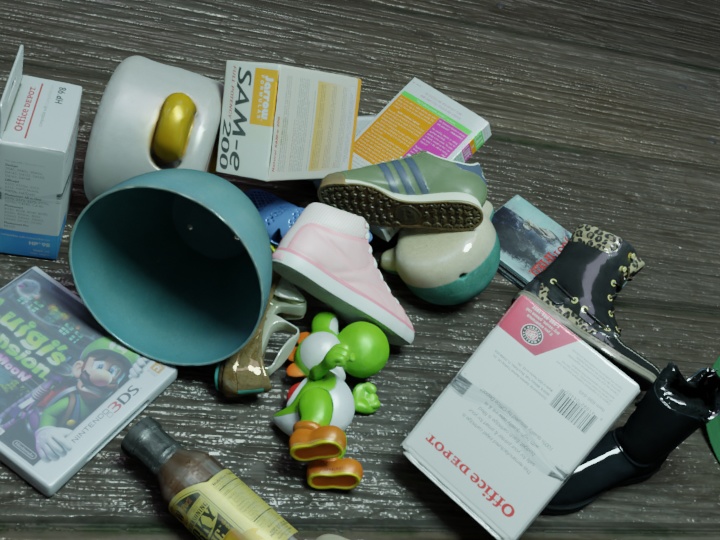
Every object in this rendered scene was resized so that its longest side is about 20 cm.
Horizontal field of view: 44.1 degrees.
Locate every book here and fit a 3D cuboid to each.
[{"bbox_3d":[0.054,-0.144,1.142,0.200,0.048,0.133,-45,55,-13],"label":"book"}]

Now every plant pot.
[{"bbox_3d":[-0.172,-0.023,0.906,0.199,0.201,0.135,23,34,1],"label":"plant pot"}]

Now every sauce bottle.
[{"bbox_3d":[-0.136,0.211,0.810,0.200,0.065,0.065,36,45,17],"label":"sauce bottle"}]

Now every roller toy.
[{"bbox_3d":[-0.226,-0.145,1.027,0.139,0.200,0.183,16,38,-7],"label":"roller toy"}]

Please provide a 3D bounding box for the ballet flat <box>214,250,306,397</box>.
[{"bbox_3d":[-0.099,0.055,0.966,0.072,0.068,0.200,7,46,6],"label":"ballet flat"}]

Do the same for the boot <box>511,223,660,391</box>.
[{"bbox_3d":[0.308,0.043,1.109,0.200,0.073,0.151,33,71,20],"label":"boot"}]

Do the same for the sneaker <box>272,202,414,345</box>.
[{"bbox_3d":[0.000,0.000,0.992,0.200,0.075,0.105,36,67,-26],"label":"sneaker"}]

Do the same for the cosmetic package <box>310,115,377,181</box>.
[{"bbox_3d":[0.010,-0.172,1.220,0.199,0.083,0.051,-7,15,-28],"label":"cosmetic package"}]

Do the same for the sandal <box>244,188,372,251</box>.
[{"bbox_3d":[-0.058,-0.049,1.077,0.199,0.087,0.080,29,45,9],"label":"sandal"}]

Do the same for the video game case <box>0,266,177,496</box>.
[{"bbox_3d":[-0.314,0.099,0.874,0.200,0.023,0.182,33,44,11],"label":"video game case"}]

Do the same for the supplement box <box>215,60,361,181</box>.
[{"bbox_3d":[-0.080,-0.173,1.045,0.073,0.127,0.200,12,11,25],"label":"supplement box"}]

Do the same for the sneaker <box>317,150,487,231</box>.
[{"bbox_3d":[0.055,-0.103,1.067,0.199,0.067,0.090,8,51,14],"label":"sneaker"}]

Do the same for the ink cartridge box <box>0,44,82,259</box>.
[{"bbox_3d":[-0.343,-0.123,0.949,0.066,0.200,0.116,9,45,-15],"label":"ink cartridge box"}]

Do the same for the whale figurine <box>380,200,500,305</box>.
[{"bbox_3d":[0.102,-0.032,1.126,0.159,0.104,0.200,-30,32,1],"label":"whale figurine"}]

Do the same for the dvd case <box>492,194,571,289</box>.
[{"bbox_3d":[0.256,-0.014,1.215,0.200,0.022,0.146,40,46,16],"label":"dvd case"}]

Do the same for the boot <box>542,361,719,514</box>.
[{"bbox_3d":[0.276,0.172,0.937,0.199,0.168,0.077,-7,51,-27],"label":"boot"}]

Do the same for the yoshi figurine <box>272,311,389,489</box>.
[{"bbox_3d":[-0.015,0.119,0.925,0.112,0.112,0.200,25,39,-21],"label":"yoshi figurine"}]

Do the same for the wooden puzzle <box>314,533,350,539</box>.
[{"bbox_3d":[0.036,0.334,0.771,0.199,0.046,0.186,19,44,-3],"label":"wooden puzzle"}]

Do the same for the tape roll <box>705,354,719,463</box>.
[{"bbox_3d":[0.479,0.168,0.998,0.048,0.201,0.201,-5,50,-25],"label":"tape roll"}]

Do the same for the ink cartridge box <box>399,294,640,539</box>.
[{"bbox_3d":[0.160,0.148,0.890,0.146,0.200,0.085,40,5,18],"label":"ink cartridge box"}]
